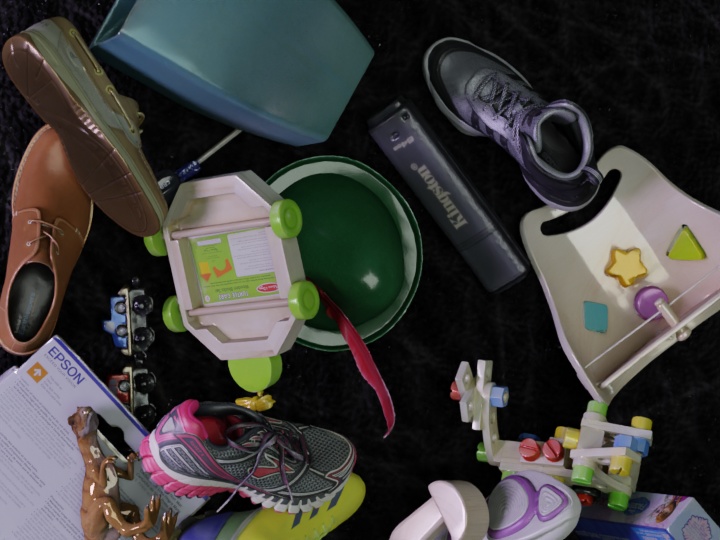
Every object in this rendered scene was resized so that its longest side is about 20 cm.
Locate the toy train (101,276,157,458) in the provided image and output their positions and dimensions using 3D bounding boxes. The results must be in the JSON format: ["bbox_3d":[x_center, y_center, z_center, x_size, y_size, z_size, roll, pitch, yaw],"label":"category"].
[{"bbox_3d":[-0.200,0.106,1.591,0.045,0.034,0.203,-1,94,-1],"label":"toy train"}]

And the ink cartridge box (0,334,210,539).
[{"bbox_3d":[-0.263,0.186,1.558,0.200,0.041,0.200,-41,100,3],"label":"ink cartridge box"}]

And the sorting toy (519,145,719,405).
[{"bbox_3d":[0.241,-0.009,1.662,0.199,0.107,0.181,-36,89,0],"label":"sorting toy"}]

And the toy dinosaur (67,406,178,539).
[{"bbox_3d":[-0.212,0.211,1.526,0.105,0.060,0.203,6,95,19],"label":"toy dinosaur"}]

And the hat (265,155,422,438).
[{"bbox_3d":[0.000,0.000,1.556,0.165,0.176,0.201,-41,101,-8],"label":"hat"}]

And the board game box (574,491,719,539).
[{"bbox_3d":[0.295,0.280,1.632,0.041,0.200,0.200,-45,101,-17],"label":"board game box"}]

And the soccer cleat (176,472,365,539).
[{"bbox_3d":[-0.067,0.229,1.578,0.199,0.084,0.065,-16,130,-36],"label":"soccer cleat"}]

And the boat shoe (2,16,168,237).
[{"bbox_3d":[-0.215,-0.123,1.532,0.066,0.074,0.201,-45,111,-40],"label":"boat shoe"}]

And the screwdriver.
[{"bbox_3d":[-0.127,-0.102,1.598,0.199,0.028,0.029,-35,57,-11],"label":"screwdriver"}]

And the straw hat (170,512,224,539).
[{"bbox_3d":[-0.114,0.309,1.594,0.199,0.085,0.204,-1,94,-14],"label":"straw hat"}]

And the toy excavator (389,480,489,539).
[{"bbox_3d":[0.029,0.292,1.591,0.099,0.193,0.203,6,74,-51],"label":"toy excavator"}]

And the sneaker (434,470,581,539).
[{"bbox_3d":[0.139,0.237,1.614,0.099,0.200,0.075,32,53,-19],"label":"sneaker"}]

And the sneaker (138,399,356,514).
[{"bbox_3d":[-0.083,0.153,1.536,0.198,0.081,0.075,6,137,-37],"label":"sneaker"}]

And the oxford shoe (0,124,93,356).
[{"bbox_3d":[-0.263,-0.028,1.546,0.070,0.071,0.203,9,84,-12],"label":"oxford shoe"}]

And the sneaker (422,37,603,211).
[{"bbox_3d":[0.139,-0.139,1.603,0.200,0.114,0.076,43,83,2],"label":"sneaker"}]

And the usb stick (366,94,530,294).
[{"bbox_3d":[0.079,-0.066,1.638,0.201,0.055,0.033,53,43,-10],"label":"usb stick"}]

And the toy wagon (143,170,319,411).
[{"bbox_3d":[-0.103,0.019,1.557,0.039,0.154,0.202,-24,104,-52],"label":"toy wagon"}]

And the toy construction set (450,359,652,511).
[{"bbox_3d":[0.167,0.153,1.619,0.198,0.131,0.093,20,74,29],"label":"toy construction set"}]

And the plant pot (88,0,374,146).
[{"bbox_3d":[-0.100,-0.197,1.541,0.199,0.141,0.142,31,81,-17],"label":"plant pot"}]
